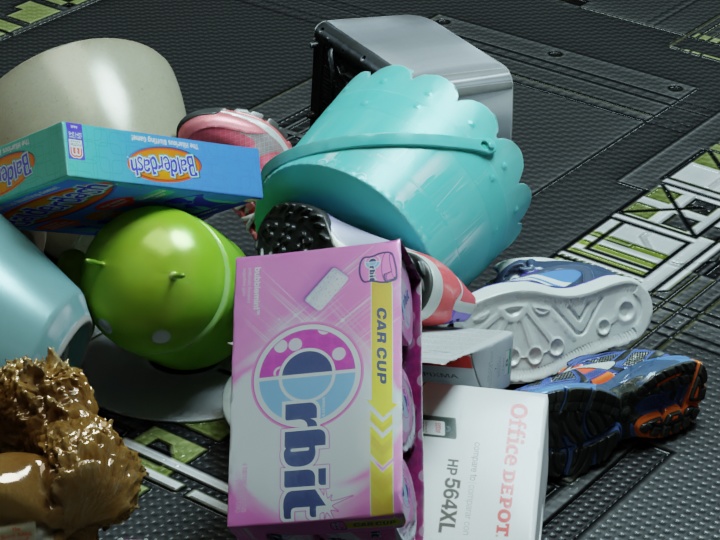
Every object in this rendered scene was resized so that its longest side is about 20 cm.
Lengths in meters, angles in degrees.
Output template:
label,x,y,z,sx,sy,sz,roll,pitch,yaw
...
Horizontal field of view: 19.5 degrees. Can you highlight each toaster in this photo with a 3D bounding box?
label,x,y,z,sx,sy,sz,roll,pitch,yaw
toaster,0.043,-0.119,1.877,0.119,0.181,0.200,-13,31,-27

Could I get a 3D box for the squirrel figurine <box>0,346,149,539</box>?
label,x,y,z,sx,sy,sz,roll,pitch,yaw
squirrel figurine,-0.241,0.154,1.395,0.200,0.142,0.187,-44,23,-13

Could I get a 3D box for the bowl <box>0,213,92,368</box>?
label,x,y,z,sx,sy,sz,roll,pitch,yaw
bowl,-0.269,0.066,1.543,0.105,0.201,0.201,25,32,3

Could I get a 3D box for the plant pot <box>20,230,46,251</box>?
label,x,y,z,sx,sy,sz,roll,pitch,yaw
plant pot,-0.360,-0.038,1.731,0.174,0.200,0.200,30,37,16

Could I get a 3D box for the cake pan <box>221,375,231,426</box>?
label,x,y,z,sx,sy,sz,roll,pitch,yaw
cake pan,-0.006,0.112,1.598,0.200,0.037,0.200,1,28,-1

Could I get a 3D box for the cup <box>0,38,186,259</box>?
label,x,y,z,sx,sy,sz,roll,pitch,yaw
cup,-0.228,-0.080,1.817,0.200,0.200,0.143,-12,55,-23

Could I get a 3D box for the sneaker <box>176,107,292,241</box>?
label,x,y,z,sx,sy,sz,roll,pitch,yaw
sneaker,-0.076,-0.061,1.794,0.200,0.074,0.087,40,34,-21

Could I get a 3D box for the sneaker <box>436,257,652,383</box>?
label,x,y,z,sx,sy,sz,roll,pitch,yaw
sneaker,0.120,0.037,1.694,0.200,0.081,0.146,-11,11,-27

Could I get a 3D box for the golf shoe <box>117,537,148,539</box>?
label,x,y,z,sx,sy,sz,roll,pitch,yaw
golf shoe,-0.086,0.226,1.363,0.200,0.075,0.092,-1,39,8

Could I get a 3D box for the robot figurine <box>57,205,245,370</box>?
label,x,y,z,sx,sy,sz,roll,pitch,yaw
robot figurine,-0.148,0.014,1.634,0.175,0.116,0.200,6,-9,12

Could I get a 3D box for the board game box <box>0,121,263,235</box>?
label,x,y,z,sx,sy,sz,roll,pitch,yaw
board game box,-0.199,-0.066,1.617,0.152,0.045,0.200,-16,-14,41

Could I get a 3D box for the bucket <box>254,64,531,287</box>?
label,x,y,z,sx,sy,sz,roll,pitch,yaw
bucket,0.021,-0.050,1.706,0.207,0.207,0.135,18,44,27

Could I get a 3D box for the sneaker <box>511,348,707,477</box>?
label,x,y,z,sx,sy,sz,roll,pitch,yaw
sneaker,0.170,0.104,1.602,0.200,0.075,0.078,-9,20,-34

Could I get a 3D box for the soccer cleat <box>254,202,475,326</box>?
label,x,y,z,sx,sy,sz,roll,pitch,yaw
soccer cleat,0.000,0.000,1.614,0.200,0.068,0.073,21,1,42

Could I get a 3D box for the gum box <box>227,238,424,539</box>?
label,x,y,z,sx,sy,sz,roll,pitch,yaw
gum box,-0.021,0.088,1.352,0.113,0.066,0.200,-6,64,13

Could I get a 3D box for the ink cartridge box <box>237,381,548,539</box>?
label,x,y,z,sx,sy,sz,roll,pitch,yaw
ink cartridge box,0.026,0.152,1.438,0.200,0.084,0.146,4,48,6

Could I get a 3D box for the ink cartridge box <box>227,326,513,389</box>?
label,x,y,z,sx,sy,sz,roll,pitch,yaw
ink cartridge box,0.011,0.069,1.504,0.161,0.050,0.200,4,7,17
